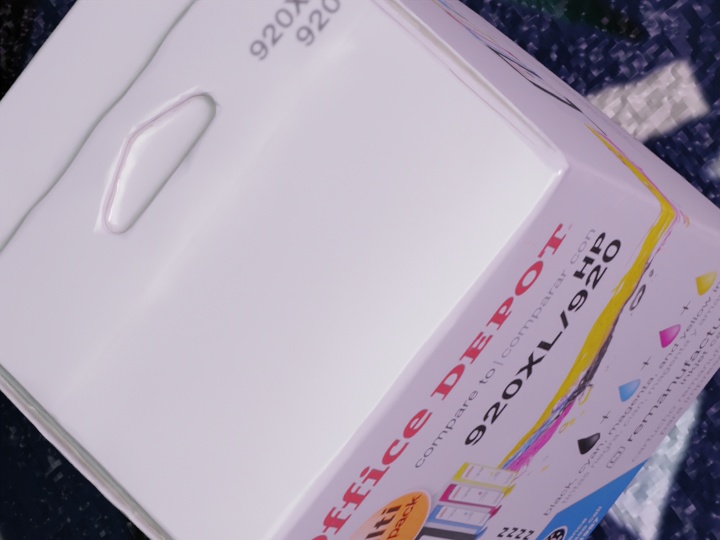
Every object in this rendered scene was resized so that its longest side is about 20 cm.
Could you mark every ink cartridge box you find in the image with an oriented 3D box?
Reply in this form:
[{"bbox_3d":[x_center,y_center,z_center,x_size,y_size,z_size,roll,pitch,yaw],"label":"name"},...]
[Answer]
[{"bbox_3d":[0.000,0.000,0.846,0.145,0.200,0.148,41,99,24],"label":"ink cartridge box"}]
